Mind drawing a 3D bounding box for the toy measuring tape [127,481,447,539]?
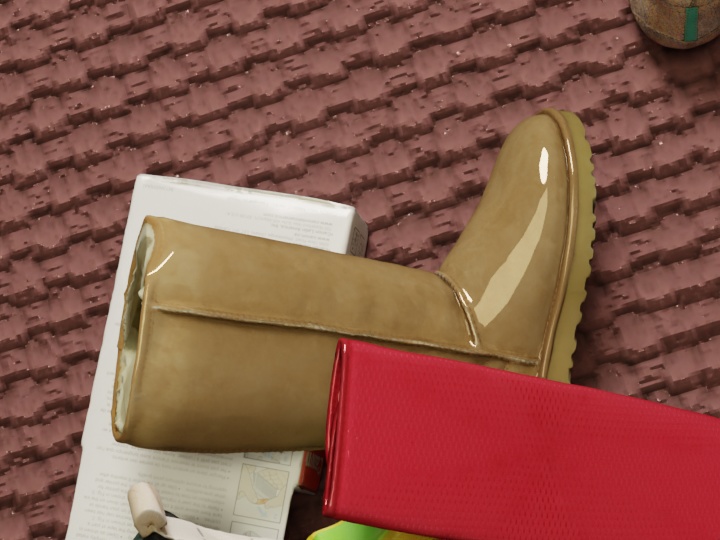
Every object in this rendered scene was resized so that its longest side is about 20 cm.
[{"bbox_3d":[0.001,0.108,0.728,0.199,0.073,0.074,22,81,-26],"label":"toy measuring tape"}]

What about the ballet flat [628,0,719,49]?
[{"bbox_3d":[0.144,-0.207,0.805,0.068,0.067,0.201,-14,76,6],"label":"ballet flat"}]

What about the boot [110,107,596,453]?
[{"bbox_3d":[0.000,0.000,0.745,0.199,0.066,0.176,8,81,-16],"label":"boot"}]

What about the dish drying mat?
[{"bbox_3d":[0.078,0.084,0.727,0.199,0.018,0.077,12,72,-21],"label":"dish drying mat"}]

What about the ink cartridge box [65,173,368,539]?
[{"bbox_3d":[-0.069,0.062,0.798,0.108,0.050,0.201,9,81,11],"label":"ink cartridge box"}]

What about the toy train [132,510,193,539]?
[{"bbox_3d":[-0.054,0.195,0.726,0.200,0.085,0.114,36,104,-1],"label":"toy train"}]
